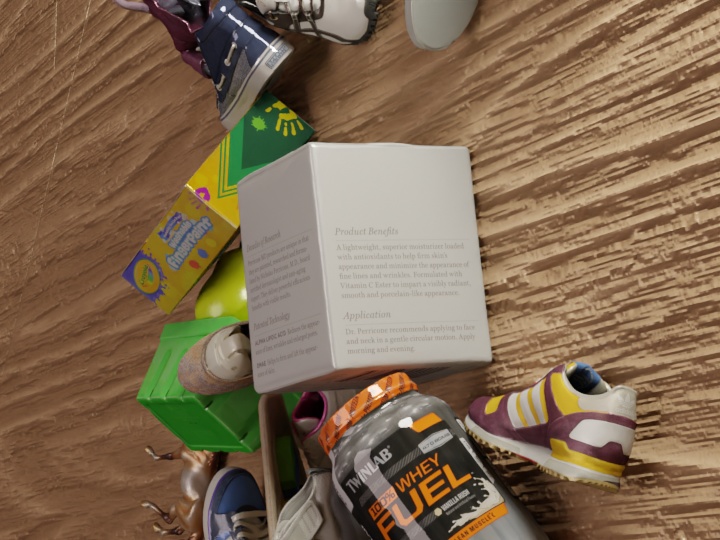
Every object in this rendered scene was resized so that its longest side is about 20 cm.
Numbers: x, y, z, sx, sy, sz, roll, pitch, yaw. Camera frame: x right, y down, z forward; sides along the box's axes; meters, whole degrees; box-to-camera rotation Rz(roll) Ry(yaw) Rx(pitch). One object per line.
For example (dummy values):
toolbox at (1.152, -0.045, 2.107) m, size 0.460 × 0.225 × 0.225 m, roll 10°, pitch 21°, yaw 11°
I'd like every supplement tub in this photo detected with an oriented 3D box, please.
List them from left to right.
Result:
supplement tub at (0.059, 0.192, 1.503) m, size 0.200 × 0.122 × 0.123 m, roll 52°, pitch 138°, yaw 17°

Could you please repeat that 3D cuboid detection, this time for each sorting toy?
sorting toy at (-0.065, 0.244, 1.720) m, size 0.186 × 0.036 × 0.201 m, roll 77°, pitch -172°, yaw -49°

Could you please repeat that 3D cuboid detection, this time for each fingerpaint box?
fingerpaint box at (-0.150, -0.069, 1.882) m, size 0.073 × 0.167 × 0.200 m, roll 39°, pitch 141°, yaw -4°

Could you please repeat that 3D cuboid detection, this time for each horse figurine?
horse figurine at (-0.203, 0.250, 2.089) m, size 0.132 × 0.050 × 0.202 m, roll 1°, pitch 84°, yaw 44°

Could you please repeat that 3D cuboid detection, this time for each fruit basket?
fruit basket at (-0.129, 0.082, 1.913) m, size 0.215 × 0.156 × 0.216 m, roll -39°, pitch 20°, yaw 17°

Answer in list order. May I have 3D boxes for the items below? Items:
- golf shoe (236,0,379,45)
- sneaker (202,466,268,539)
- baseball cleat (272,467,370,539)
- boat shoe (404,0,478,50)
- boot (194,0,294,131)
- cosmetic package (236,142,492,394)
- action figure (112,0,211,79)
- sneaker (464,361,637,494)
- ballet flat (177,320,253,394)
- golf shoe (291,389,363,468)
golf shoe at (-0.053, -0.264, 1.774) m, size 0.200 × 0.094 × 0.078 m, roll 10°, pitch 99°, yaw 59°
sneaker at (-0.098, 0.306, 1.898) m, size 0.146 × 0.080 × 0.202 m, roll -12°, pitch 77°, yaw 52°
baseball cleat at (-0.030, 0.274, 1.583) m, size 0.070 × 0.106 × 0.202 m, roll 162°, pitch 110°, yaw -73°
boat shoe at (0.069, -0.294, 1.585) m, size 0.064 × 0.070 × 0.202 m, roll 12°, pitch 94°, yaw 59°
boot at (-0.133, -0.219, 1.881) m, size 0.090 × 0.073 × 0.200 m, roll 41°, pitch 156°, yaw -2°
cosmetic package at (0.000, 0.000, 1.614) m, size 0.165 × 0.164 × 0.202 m, roll -22°, pitch 71°, yaw 59°
action figure at (-0.193, -0.268, 1.967) m, size 0.200 × 0.148 × 0.135 m, roll 76°, pitch -168°, yaw -71°
sneaker at (0.158, 0.115, 1.444) m, size 0.200 × 0.075 × 0.091 m, roll 19°, pitch 89°, yaw 60°
ballet flat at (-0.094, 0.071, 1.762) m, size 0.067 × 0.199 × 0.069 m, roll 50°, pitch -156°, yaw -72°
golf shoe at (-0.034, 0.165, 1.757) m, size 0.075 × 0.091 × 0.201 m, roll 39°, pitch 126°, yaw 52°
